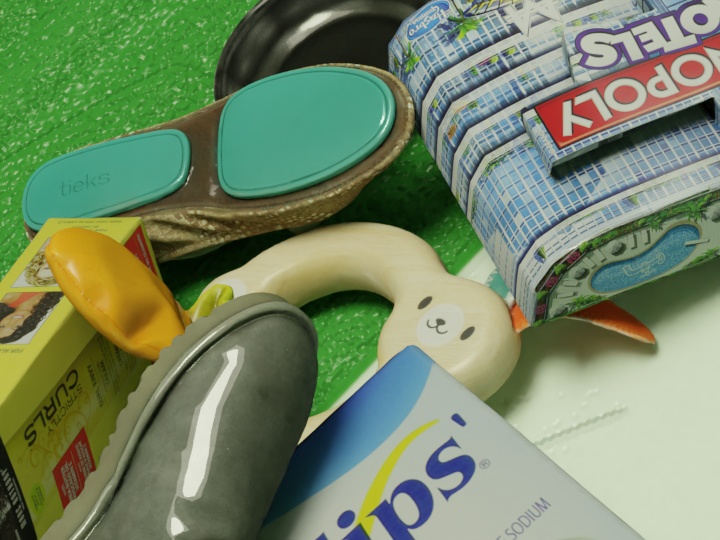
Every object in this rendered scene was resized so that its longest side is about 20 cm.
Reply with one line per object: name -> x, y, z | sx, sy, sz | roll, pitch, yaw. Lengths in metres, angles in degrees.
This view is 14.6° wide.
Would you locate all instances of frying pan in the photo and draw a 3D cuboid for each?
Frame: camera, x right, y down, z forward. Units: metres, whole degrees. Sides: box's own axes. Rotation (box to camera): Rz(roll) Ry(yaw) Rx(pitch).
frying pan -> -0.032, -0.113, 1.296 | 0.115, 0.031, 0.190 | -41, 45, -8

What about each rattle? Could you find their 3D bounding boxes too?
rattle -> 0.000, 0.000, 1.129 | 0.199, 0.143, 0.130 | -11, 33, 26

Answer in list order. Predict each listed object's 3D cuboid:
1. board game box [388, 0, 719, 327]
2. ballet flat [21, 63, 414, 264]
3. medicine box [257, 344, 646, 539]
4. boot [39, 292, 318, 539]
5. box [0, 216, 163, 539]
board game box -> 0.137, -0.063, 1.131 | 0.199, 0.062, 0.200 | -21, 51, -11
ballet flat -> -0.053, -0.040, 1.221 | 0.199, 0.065, 0.071 | -11, 59, 29
medicine box -> 0.027, 0.160, 1.012 | 0.182, 0.103, 0.200 | -43, 49, -9
boot -> -0.020, 0.119, 0.949 | 0.200, 0.072, 0.182 | 29, 85, 46
box -> -0.138, 0.061, 1.144 | 0.050, 0.076, 0.200 | -1, 31, 24
